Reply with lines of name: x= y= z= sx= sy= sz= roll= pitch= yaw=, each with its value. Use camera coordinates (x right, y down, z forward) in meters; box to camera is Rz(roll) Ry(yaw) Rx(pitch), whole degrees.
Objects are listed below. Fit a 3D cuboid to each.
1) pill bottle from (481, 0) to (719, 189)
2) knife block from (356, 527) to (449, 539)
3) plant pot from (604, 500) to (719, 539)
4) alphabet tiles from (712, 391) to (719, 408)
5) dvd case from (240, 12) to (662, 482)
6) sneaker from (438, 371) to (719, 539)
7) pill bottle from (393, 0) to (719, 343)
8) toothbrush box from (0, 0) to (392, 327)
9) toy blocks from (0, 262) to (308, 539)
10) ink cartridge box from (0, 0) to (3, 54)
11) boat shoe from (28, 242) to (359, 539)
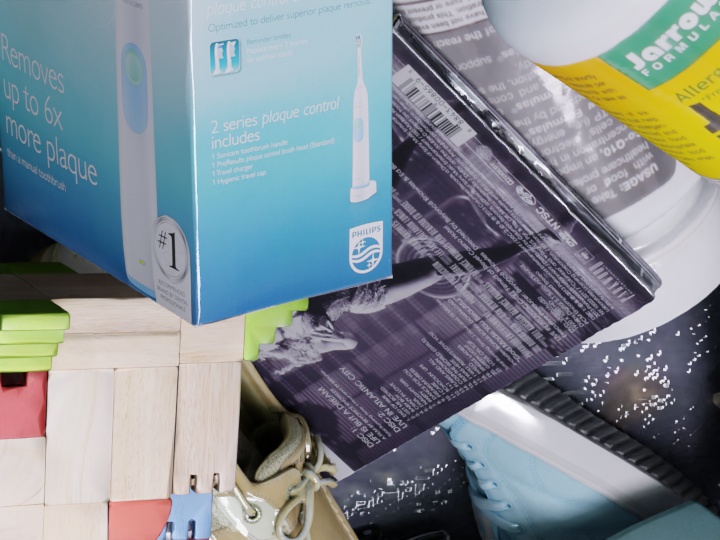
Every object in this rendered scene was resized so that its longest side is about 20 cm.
pill bottle: x=0.112 y=-0.103 z=0.764 sx=0.200 sy=0.113 sz=0.113 roll=30 pitch=106 yaw=-31
knife block: x=-0.022 y=0.187 z=0.962 sx=0.175 sy=0.200 sz=0.064 roll=1 pitch=119 yaw=20
plant pot: x=0.111 y=0.207 z=0.945 sx=0.200 sy=0.141 sz=0.142 roll=-43 pitch=149 yaw=-21
alphabet tiles: x=0.266 y=0.050 z=0.984 sx=0.200 sy=0.006 sz=0.166 roll=-24 pitch=133 yaw=36
dvd case: x=0.000 y=0.000 z=0.893 sx=0.149 sy=0.016 sz=0.200 roll=44 pitch=131 yaw=-15
sneaker: x=0.073 y=0.095 z=0.990 sx=0.200 sy=0.074 sz=0.082 roll=34 pitch=100 yaw=-24
pill bottle: x=0.075 y=-0.077 z=0.885 sx=0.113 sy=0.114 sz=0.200 roll=-26 pitch=117 yaw=1
toothbrush box: x=-0.062 y=-0.102 z=0.776 sx=0.085 sy=0.146 sz=0.201 roll=-13 pitch=116 yaw=-33
toy blocks: x=-0.124 y=0.073 z=0.824 sx=0.199 sy=0.100 sz=0.137 roll=-1 pitch=101 yaw=-24
ink cartridge box: x=-0.241 y=-0.093 z=0.834 sx=0.199 sy=0.068 sz=0.115 roll=-29 pitch=119 yaw=3
boat shoe: x=-0.054 y=0.061 z=0.911 sx=0.063 sy=0.073 sz=0.201 roll=-31 pitch=102 yaw=25
